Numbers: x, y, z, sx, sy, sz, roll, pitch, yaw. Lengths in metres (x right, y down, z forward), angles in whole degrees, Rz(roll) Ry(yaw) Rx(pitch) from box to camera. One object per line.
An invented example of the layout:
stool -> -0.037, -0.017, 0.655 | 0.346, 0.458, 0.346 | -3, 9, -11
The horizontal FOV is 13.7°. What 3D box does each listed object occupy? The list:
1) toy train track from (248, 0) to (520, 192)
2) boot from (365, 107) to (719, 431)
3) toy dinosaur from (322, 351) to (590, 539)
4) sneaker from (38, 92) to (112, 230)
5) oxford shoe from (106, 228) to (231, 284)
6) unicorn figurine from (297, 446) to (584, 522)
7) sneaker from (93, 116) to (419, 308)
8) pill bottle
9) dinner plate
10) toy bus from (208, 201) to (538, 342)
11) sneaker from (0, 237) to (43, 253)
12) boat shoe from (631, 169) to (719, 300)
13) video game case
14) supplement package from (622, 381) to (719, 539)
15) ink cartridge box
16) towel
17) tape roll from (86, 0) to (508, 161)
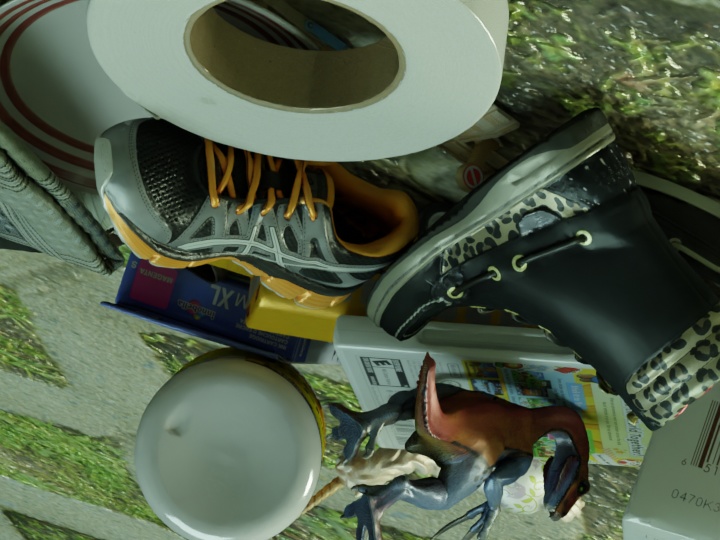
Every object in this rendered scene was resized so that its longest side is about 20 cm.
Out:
toy train track -> 0.005, -0.085, 1.556 | 0.200, 0.033, 0.115 | 34, 158, -27
boot -> 0.100, 0.025, 1.534 | 0.154, 0.073, 0.204 | 52, 138, 3
toy dinosaur -> 0.071, 0.102, 1.625 | 0.181, 0.105, 0.200 | -12, 170, -32
sneaker -> -0.136, -0.104, 1.626 | 0.085, 0.077, 0.200 | -11, 141, -1
oxford shoe -> -0.144, -0.057, 1.731 | 0.200, 0.085, 0.073 | 32, 161, -20
unicorn figurine -> 0.055, 0.113, 1.898 | 0.199, 0.074, 0.137 | 11, -157, -8
sneaker -> -0.053, -0.039, 1.535 | 0.077, 0.079, 0.200 | -23, 153, 39
pill bottle -> -0.075, 0.102, 1.798 | 0.109, 0.110, 0.200 | 23, -178, -1
dinner plate -> -0.108, -0.096, 1.537 | 0.199, 0.024, 0.200 | 3, 149, 2
toy bus -> 0.000, 0.000, 1.696 | 0.199, 0.079, 0.065 | 10, 163, -8
sneaker -> -0.220, -0.047, 1.793 | 0.200, 0.091, 0.076 | 39, -162, -52
boat shoe -> 0.174, 0.000, 1.549 | 0.199, 0.060, 0.074 | 19, 162, 12
video game case -> 0.087, 0.071, 1.717 | 0.181, 0.023, 0.200 | 4, 160, 9
supplement package -> 0.217, 0.133, 1.663 | 0.117, 0.118, 0.200 | 17, 161, 12
ink cartridge box -> -0.074, 0.024, 1.841 | 0.119, 0.042, 0.200 | 18, -176, 13
towel -> -0.238, -0.069, 1.584 | 0.192, 0.035, 0.200 | 23, 163, 32
tape roll -> -0.030, -0.116, 1.424 | 0.202, 0.037, 0.203 | 7, 153, 3
